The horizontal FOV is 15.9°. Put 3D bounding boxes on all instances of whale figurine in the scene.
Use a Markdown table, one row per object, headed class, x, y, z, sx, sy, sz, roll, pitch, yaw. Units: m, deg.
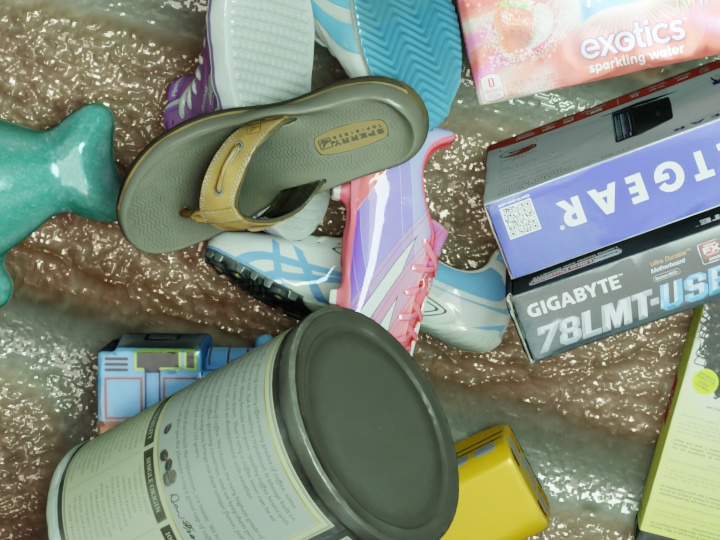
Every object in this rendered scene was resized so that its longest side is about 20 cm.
| class | x | y | z | sx | sy | sz | roll | pitch | yaw |
| --- | --- | --- | --- | --- | --- | --- | --- | --- | --- |
| whale figurine | -0.247 | -0.049 | 1.613 | 0.198 | 0.104 | 0.160 | -8 | 102 | 6 |

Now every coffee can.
| class | x | y | z | sx | sy | sz | roll | pitch | yaw |
| --- | --- | --- | --- | --- | --- | --- | --- | --- | --- |
| coffee can | -0.064 | 0.128 | 1.499 | 0.199 | 0.146 | 0.147 | -29 | 100 | 31 |

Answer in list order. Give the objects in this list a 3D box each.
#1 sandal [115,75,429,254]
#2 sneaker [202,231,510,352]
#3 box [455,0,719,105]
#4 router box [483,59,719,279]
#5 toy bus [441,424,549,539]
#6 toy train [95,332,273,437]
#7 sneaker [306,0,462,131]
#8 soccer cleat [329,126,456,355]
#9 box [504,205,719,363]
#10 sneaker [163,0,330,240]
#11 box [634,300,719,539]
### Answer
| class | x | y | z | sx | sy | sz | roll | pitch | yaw |
| --- | --- | --- | --- | --- | --- | --- | --- | --- | --- |
| sandal | -0.054 | -0.054 | 1.509 | 0.198 | 0.055 | 0.082 | -15 | 130 | 12 |
| sneaker | 0.000 | 0.000 | 1.632 | 0.198 | 0.072 | 0.073 | 12 | 77 | 5 |
| box | 0.158 | -0.175 | 1.559 | 0.198 | 0.095 | 0.103 | -11 | 101 | 6 |
| router box | 0.175 | -0.070 | 1.539 | 0.199 | 0.180 | 0.049 | -20 | 102 | 8 |
| toy bus | 0.021 | 0.173 | 1.658 | 0.199 | 0.078 | 0.065 | -27 | 100 | 10 |
| toy train | -0.078 | 0.097 | 1.646 | 0.198 | 0.087 | 0.115 | 1 | 97 | 4 |
| sneaker | -0.006 | -0.167 | 1.561 | 0.076 | 0.081 | 0.201 | -19 | 77 | -34 |
| soccer cleat | 0.018 | 0.007 | 1.563 | 0.076 | 0.067 | 0.202 | 1 | 91 | 0 |
| box | 0.186 | -0.020 | 1.540 | 0.199 | 0.199 | 0.050 | -20 | 100 | 9 |
| sneaker | -0.086 | -0.119 | 1.570 | 0.114 | 0.072 | 0.202 | 28 | 136 | 39 |
| box | 0.233 | 0.085 | 1.637 | 0.075 | 0.050 | 0.202 | 13 | 104 | 1 |
